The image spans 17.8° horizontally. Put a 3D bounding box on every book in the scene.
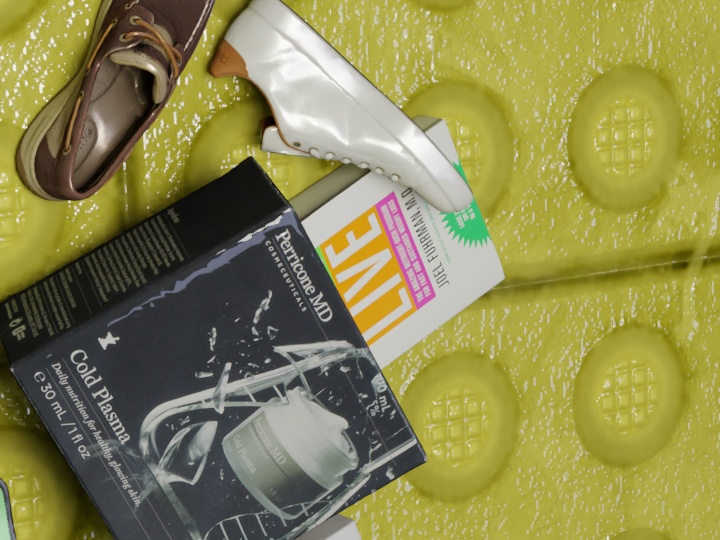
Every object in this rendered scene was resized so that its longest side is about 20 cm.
[{"bbox_3d":[0.000,0.000,1.593,0.200,0.048,0.134,-36,115,-26],"label":"book"}]

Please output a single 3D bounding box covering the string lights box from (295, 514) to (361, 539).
[{"bbox_3d":[-0.019,0.260,1.580,0.059,0.103,0.201,-31,113,-25],"label":"string lights box"}]

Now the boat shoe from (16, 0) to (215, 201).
[{"bbox_3d":[-0.141,-0.128,1.464,0.072,0.072,0.200,42,75,-29],"label":"boat shoe"}]

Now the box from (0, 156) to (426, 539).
[{"bbox_3d":[-0.096,0.071,1.451,0.196,0.124,0.200,-31,113,-5],"label":"box"}]

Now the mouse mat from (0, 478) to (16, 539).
[{"bbox_3d":[-0.276,0.232,1.385,0.160,0.008,0.201,-11,100,-20],"label":"mouse mat"}]

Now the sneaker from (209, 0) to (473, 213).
[{"bbox_3d":[-0.016,-0.093,1.539,0.200,0.073,0.085,41,92,-6],"label":"sneaker"}]
